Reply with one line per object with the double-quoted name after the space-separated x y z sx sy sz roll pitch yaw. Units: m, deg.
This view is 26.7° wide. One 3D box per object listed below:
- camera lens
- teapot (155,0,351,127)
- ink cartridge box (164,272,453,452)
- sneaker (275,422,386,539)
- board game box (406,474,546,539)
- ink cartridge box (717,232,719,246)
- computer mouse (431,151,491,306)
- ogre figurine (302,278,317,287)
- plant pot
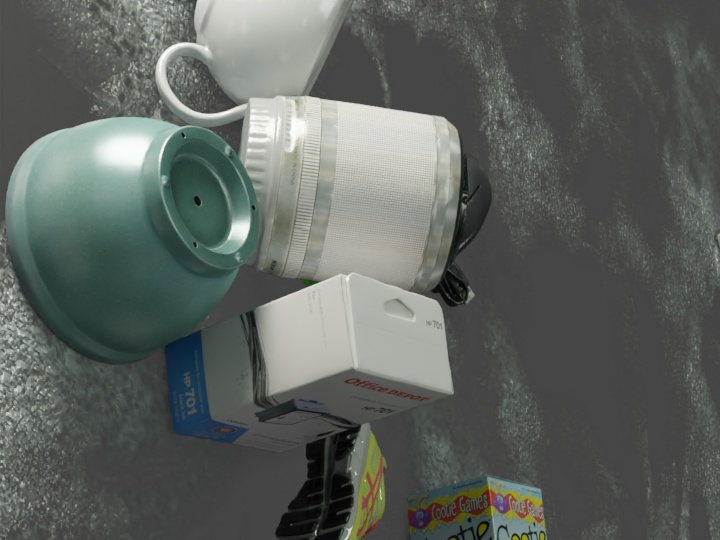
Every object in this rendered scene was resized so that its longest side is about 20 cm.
-0.011 -0.068 1.353 0.198 0.160 0.161 8 59 -8 "camera lens"
-0.095 -0.243 1.430 0.145 0.199 0.200 25 21 -2 "teapot"
-0.044 0.082 1.281 0.146 0.199 0.087 18 59 -50 "ink cartridge box"
-0.013 0.220 1.371 0.091 0.078 0.201 56 37 -33 "sneaker"
0.122 0.316 1.490 0.103 0.104 0.202 22 55 -48 "board game box"
0.692 -0.039 2.467 0.200 0.144 0.146 -33 101 -56 "ink cartridge box"
0.110 -0.068 1.718 0.139 0.052 0.201 53 37 -24 "computer mouse"
0.000 0.000 1.493 0.120 0.097 0.202 6 83 -73 "ogre figurine"
-0.167 -0.040 1.226 0.200 0.133 0.202 30 50 -44 "plant pot"
